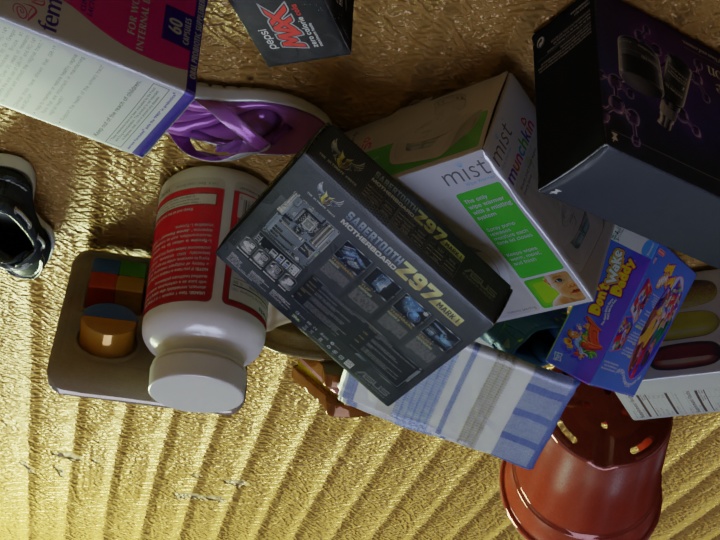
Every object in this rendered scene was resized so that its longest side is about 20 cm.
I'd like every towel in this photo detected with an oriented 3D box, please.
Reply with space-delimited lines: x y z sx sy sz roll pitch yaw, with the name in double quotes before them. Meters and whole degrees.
"towel" 0.081 0.103 1.187 0.197 0.024 0.148 20 140 2

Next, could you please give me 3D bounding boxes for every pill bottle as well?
"pill bottle" -0.136 0.018 1.199 0.110 0.203 0.113 3 152 2

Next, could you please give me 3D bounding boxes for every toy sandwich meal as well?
"toy sandwich meal" -0.015 0.084 1.350 0.201 0.071 0.205 2 -168 0

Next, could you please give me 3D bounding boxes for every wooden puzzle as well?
"wooden puzzle" -0.196 0.046 1.285 0.182 0.201 0.047 8 125 -9

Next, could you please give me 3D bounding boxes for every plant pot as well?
"plant pot" 0.267 0.202 1.531 0.197 0.203 0.196 3 144 1

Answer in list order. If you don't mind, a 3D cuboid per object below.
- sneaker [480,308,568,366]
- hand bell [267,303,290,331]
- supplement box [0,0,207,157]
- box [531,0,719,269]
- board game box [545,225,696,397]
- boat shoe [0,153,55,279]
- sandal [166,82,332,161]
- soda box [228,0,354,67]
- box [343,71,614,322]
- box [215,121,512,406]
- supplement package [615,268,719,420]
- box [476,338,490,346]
"sneaker" 0.166 0.047 1.253 0.198 0.105 0.076 -12 138 -47
"hand bell" 0.014 0.032 1.274 0.197 0.105 0.105 14 152 2
"supplement box" -0.219 -0.176 0.952 0.198 0.103 0.103 18 149 -26
"box" 0.228 -0.101 1.000 0.198 0.143 0.079 19 149 -28
"board game box" 0.240 0.040 1.207 0.044 0.136 0.200 28 -177 24
"boat shoe" -0.336 -0.035 1.273 0.074 0.061 0.201 3 152 0
"sandal" -0.123 -0.116 1.108 0.199 0.051 0.083 9 152 -10
"soda box" -0.064 -0.222 0.889 0.070 0.064 0.200 -6 151 17
"box" 0.079 -0.048 1.107 0.198 0.098 0.177 -14 130 38
"box" 0.000 0.000 1.070 0.199 0.051 0.158 41 137 -7
"supplement package" 0.355 0.072 1.338 0.197 0.115 0.110 -9 151 22
"box" 0.116 0.030 1.355 0.082 0.050 0.199 -20 144 37
